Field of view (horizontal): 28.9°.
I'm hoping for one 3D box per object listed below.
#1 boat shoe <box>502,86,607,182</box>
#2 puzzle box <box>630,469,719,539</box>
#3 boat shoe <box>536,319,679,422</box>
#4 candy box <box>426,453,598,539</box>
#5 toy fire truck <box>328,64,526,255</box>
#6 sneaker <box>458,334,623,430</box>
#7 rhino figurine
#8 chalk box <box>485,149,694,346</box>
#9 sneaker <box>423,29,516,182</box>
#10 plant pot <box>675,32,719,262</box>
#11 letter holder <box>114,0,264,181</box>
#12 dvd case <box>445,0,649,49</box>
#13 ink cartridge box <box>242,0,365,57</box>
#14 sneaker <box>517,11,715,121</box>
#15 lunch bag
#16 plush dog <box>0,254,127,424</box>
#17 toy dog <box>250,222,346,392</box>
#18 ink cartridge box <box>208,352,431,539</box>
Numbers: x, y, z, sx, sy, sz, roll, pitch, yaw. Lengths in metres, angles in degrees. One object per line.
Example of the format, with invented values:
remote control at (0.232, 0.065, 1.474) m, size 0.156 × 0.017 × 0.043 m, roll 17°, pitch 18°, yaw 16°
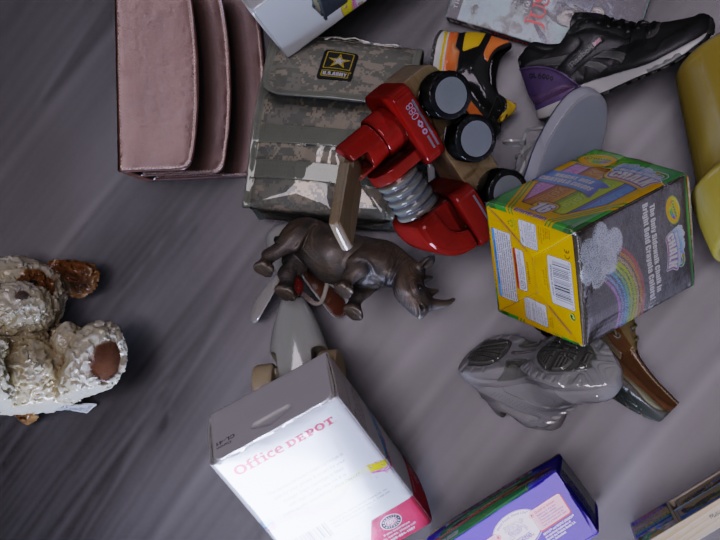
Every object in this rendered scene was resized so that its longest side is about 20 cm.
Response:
boat shoe at (0.181, -0.104, 1.424) m, size 0.086 × 0.074 × 0.203 m, roll 48°, pitch 127°, yaw 48°
puzzle box at (0.357, 0.218, 1.365) m, size 0.200 × 0.133 × 0.025 m, roll -33°, pitch 84°, yaw 6°
boat shoe at (0.248, 0.067, 1.418) m, size 0.200 × 0.076 × 0.074 m, roll 43°, pitch 81°, yaw 7°
candy box at (0.145, 0.258, 1.365) m, size 0.169 × 0.200 × 0.077 m, roll -34°, pitch 82°, yaw 6°
toy fire truck at (0.044, -0.076, 1.328) m, size 0.200 × 0.129 × 0.176 m, roll -39°, pitch 112°, yaw -15°
sneaker at (0.193, 0.116, 1.391) m, size 0.078 × 0.200 × 0.100 m, roll -44°, pitch 114°, yaw -27°
rhino figurine at (0.000, 0.000, 1.398) m, size 0.199 × 0.060 × 0.088 m, roll 16°, pitch 53°, yaw 12°
chalk box at (0.237, -0.034, 1.344) m, size 0.200 × 0.124 × 0.125 m, roll -25°, pitch 119°, yaw -31°
sneaker at (0.116, -0.150, 1.448) m, size 0.090 × 0.070 × 0.201 m, roll 2°, pitch 87°, yaw 11°
plant pot at (0.400, -0.134, 1.348) m, size 0.200 × 0.201 × 0.190 m, roll -22°, pitch 71°, yaw 8°
letter holder at (-0.179, -0.202, 1.485) m, size 0.141 × 0.101 × 0.201 m, roll -2°, pitch 88°, yaw 7°
dvd case at (0.205, -0.304, 1.463) m, size 0.199 × 0.022 × 0.147 m, roll 19°, pitch 91°, yaw 10°
ink cartridge box at (-0.041, -0.338, 1.440) m, size 0.200 × 0.083 × 0.146 m, roll -35°, pitch 50°, yaw 4°
sneaker at (0.252, -0.227, 1.401) m, size 0.199 × 0.076 × 0.088 m, roll -23°, pitch 96°, yaw 22°
lunch bag at (-0.025, -0.149, 1.450) m, size 0.163 × 0.118 × 0.201 m, roll 6°, pitch 84°, yaw 8°
plush dog at (-0.362, 0.065, 1.505) m, size 0.199 × 0.161 × 0.173 m, roll -5°, pitch 71°, yaw -18°
toy dog at (-0.061, 0.060, 1.475) m, size 0.131 × 0.096 × 0.201 m, roll 12°, pitch 75°, yaw 12°
ink cartridge box at (-0.040, 0.202, 1.408) m, size 0.147 × 0.086 × 0.200 m, roll -29°, pitch 119°, yaw 8°
